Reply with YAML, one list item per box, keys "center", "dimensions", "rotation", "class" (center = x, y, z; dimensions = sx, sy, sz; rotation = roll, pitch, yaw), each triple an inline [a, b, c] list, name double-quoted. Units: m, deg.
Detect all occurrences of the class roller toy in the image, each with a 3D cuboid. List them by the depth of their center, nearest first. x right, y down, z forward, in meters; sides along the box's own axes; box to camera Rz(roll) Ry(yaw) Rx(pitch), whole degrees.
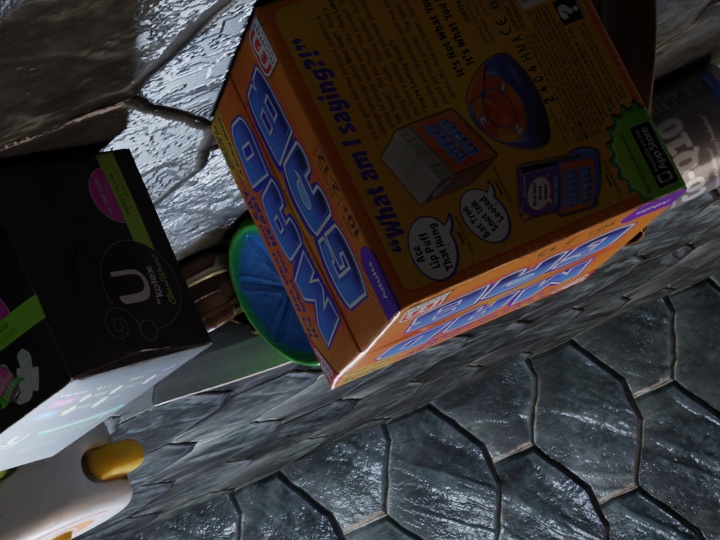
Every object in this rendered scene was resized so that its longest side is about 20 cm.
- center: [-0.333, 0.222, 1.961]
  dimensions: [0.200, 0.140, 0.182]
  rotation: [-21, 170, -27]
  class: "roller toy"

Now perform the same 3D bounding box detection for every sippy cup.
- center: [-0.021, -0.007, 1.621]
  dimensions: [0.130, 0.140, 0.178]
  rotation: [-32, -175, -36]
  class: "sippy cup"

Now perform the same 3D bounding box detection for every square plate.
- center: [-0.105, 0.057, 1.787]
  dimensions: [0.198, 0.029, 0.200]
  rotation: [-18, -165, -2]
  class: "square plate"

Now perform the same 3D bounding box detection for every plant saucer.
- center: [0.160, -0.130, 1.304]
  dimensions: [0.034, 0.201, 0.200]
  rotation: [6, 164, -7]
  class: "plant saucer"

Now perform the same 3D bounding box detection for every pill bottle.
- center: [0.279, -0.109, 1.857]
  dimensions: [0.200, 0.114, 0.114]
  rotation: [-26, 170, -1]
  class: "pill bottle"

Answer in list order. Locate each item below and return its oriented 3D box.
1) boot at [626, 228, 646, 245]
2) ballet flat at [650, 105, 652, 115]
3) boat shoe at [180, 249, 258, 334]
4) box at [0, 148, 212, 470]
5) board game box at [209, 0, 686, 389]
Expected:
- center: [0.251, -0.040, 2.014]
  dimensions: [0.188, 0.068, 0.200]
  rotation: [-34, -162, 36]
  class: "boot"
- center: [0.187, -0.097, 1.753]
  dimensions: [0.200, 0.067, 0.046]
  rotation: [-43, 148, 10]
  class: "ballet flat"
- center: [-0.097, 0.024, 1.715]
  dimensions: [0.075, 0.075, 0.202]
  rotation: [-31, 169, 28]
  class: "boat shoe"
- center: [-0.221, 0.034, 1.237]
  dimensions: [0.124, 0.149, 0.200]
  rotation: [-13, 164, -47]
  class: "box"
- center: [0.046, -0.073, 1.206]
  dimensions: [0.199, 0.200, 0.200]
  rotation: [-22, 170, -18]
  class: "board game box"
